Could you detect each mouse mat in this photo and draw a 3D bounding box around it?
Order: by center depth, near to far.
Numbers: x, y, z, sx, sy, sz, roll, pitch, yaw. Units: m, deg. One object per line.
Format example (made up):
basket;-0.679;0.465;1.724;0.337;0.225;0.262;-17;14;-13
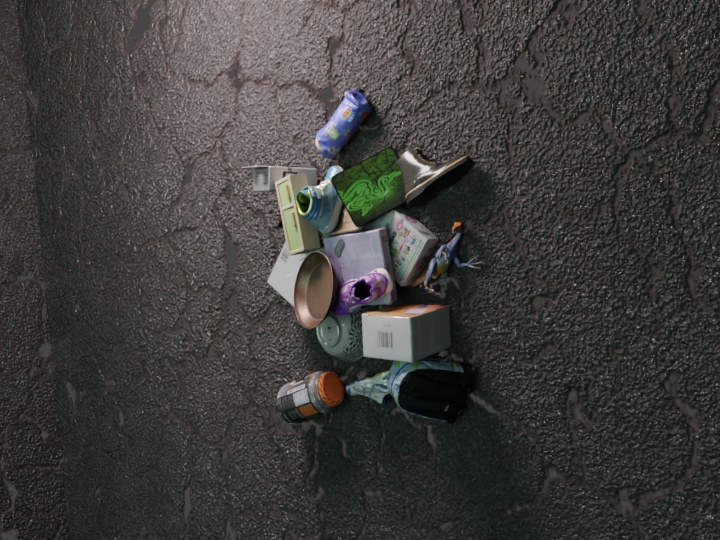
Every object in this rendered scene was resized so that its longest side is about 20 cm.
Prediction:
mouse mat;0.038;-0.221;1.582;0.196;0.008;0.164;-28;75;-9

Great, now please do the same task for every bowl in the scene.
bowl;-0.067;0.167;1.728;0.196;0.093;0.209;4;96;38

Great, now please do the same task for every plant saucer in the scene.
plant saucer;-0.116;0.054;1.615;0.198;0.036;0.208;-19;66;52

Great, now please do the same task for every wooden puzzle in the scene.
wooden puzzle;-0.032;-0.186;1.659;0.182;0.046;0.206;-6;64;47

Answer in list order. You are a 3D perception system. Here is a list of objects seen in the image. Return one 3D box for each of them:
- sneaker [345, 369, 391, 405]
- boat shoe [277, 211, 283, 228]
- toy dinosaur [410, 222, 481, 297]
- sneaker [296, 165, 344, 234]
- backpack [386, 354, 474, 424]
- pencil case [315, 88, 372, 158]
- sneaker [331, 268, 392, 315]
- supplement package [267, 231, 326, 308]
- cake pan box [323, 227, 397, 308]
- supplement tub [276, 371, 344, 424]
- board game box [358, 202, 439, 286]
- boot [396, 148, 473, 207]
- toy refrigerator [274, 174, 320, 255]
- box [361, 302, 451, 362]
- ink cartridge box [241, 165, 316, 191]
sneaker;0.039;0.334;1.672;0.197;0.074;0.091;-24;80;37
boat shoe;-0.172;-0.166;1.783;0.197;0.070;0.072;-12;47;46
toy dinosaur;0.200;-0.036;1.512;0.197;0.104;0.187;14;83;48
sneaker;-0.107;-0.215;1.620;0.078;0.129;0.206;-16;56;42
backpack;0.160;0.285;1.498;0.154;0.195;0.168;42;120;48
pencil case;-0.050;-0.407;1.672;0.086;0.078;0.200;40;120;-5
sneaker;-0.013;0.062;1.539;0.197;0.088;0.082;-30;87;35
supplement package;-0.153;-0.010;1.757;0.155;0.110;0.204;37;108;29
cake pan box;0.000;0.000;1.598;0.179;0.052;0.207;-8;95;34
supplement tub;-0.146;0.375;1.790;0.197;0.121;0.126;-26;78;35
board game box;0.092;-0.080;1.602;0.200;0.063;0.150;44;119;28
boot;0.176;-0.271;1.519;0.197;0.077;0.142;-29;65;27
toy refrigerator;-0.174;-0.151;1.647;0.075;0.069;0.207;-13;87;47
box;0.118;0.151;1.515;0.149;0.197;0.111;0;96;37
ink cartridge box;-0.235;-0.262;1.740;0.114;0.195;0.069;9;100;55
